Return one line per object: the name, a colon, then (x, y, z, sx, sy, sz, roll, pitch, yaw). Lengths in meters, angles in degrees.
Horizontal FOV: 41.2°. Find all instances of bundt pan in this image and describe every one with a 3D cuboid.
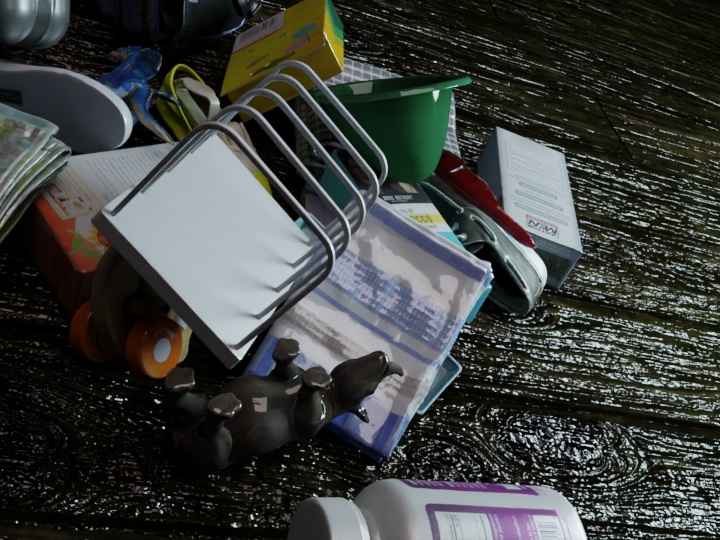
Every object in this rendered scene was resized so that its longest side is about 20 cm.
bundt pan: (-0.362, -0.239, 0.887, 0.198, 0.077, 0.202, -5, 11, 1)

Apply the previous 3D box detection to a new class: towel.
towel: (0.025, -0.155, 1.085, 0.197, 0.086, 0.167, 14, 40, -19)
towel: (-0.349, -0.077, 0.739, 0.197, 0.049, 0.173, 20, 50, 7)
towel: (0.011, 0.041, 0.815, 0.146, 0.024, 0.202, 31, 70, 3)

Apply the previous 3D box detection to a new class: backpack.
backpack: (-0.213, -0.364, 1.091, 0.152, 0.193, 0.200, 21, 34, 18)

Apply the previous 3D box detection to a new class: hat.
hat: (0.042, -0.095, 0.950, 0.198, 0.179, 0.164, 7, 21, 42)

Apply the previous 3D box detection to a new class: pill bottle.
pill bottle: (0.052, 0.204, 0.665, 0.197, 0.113, 0.113, 9, 41, -24)

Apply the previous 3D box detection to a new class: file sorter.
file sorter: (-0.072, -0.057, 0.714, 0.139, 0.124, 0.200, 48, 26, -10)

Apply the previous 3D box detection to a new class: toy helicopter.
toy helicopter: (-0.137, 0.007, 0.775, 0.078, 0.135, 0.199, 10, 6, 31)

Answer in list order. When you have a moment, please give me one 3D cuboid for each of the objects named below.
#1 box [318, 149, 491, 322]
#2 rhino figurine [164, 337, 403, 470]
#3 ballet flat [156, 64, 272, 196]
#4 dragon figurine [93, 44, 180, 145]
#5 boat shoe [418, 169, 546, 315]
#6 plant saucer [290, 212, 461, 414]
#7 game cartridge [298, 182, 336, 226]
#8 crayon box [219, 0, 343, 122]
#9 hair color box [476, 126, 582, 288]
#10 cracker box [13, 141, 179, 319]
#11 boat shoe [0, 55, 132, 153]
box: (0.040, -0.035, 0.934, 0.081, 0.050, 0.201, -4, 48, -36)
rhino figurine: (-0.053, 0.097, 0.723, 0.197, 0.088, 0.060, -12, 50, -27)
ballet flat: (-0.147, -0.134, 0.967, 0.066, 0.068, 0.201, -14, 54, -39)
dragon figurine: (-0.214, -0.177, 0.933, 0.099, 0.060, 0.199, -36, 35, -28)
boat shoe: (0.112, -0.036, 0.999, 0.199, 0.071, 0.064, 41, 41, -1)
plant saucer: (-0.001, 0.038, 0.846, 0.200, 0.019, 0.070, 46, 52, 6)
game cartridge: (0.000, 0.000, 0.935, 0.128, 0.039, 0.202, 20, 38, -18)
crayon box: (-0.083, -0.233, 1.050, 0.051, 0.125, 0.201, 60, 14, -27)
hair color box: (0.194, -0.078, 1.125, 0.097, 0.061, 0.202, 19, 37, -11)
cracker box: (-0.191, -0.043, 0.841, 0.198, 0.058, 0.134, -16, 54, -41)
boat shoe: (-0.291, -0.160, 0.888, 0.196, 0.071, 0.066, 12, 26, 15)
